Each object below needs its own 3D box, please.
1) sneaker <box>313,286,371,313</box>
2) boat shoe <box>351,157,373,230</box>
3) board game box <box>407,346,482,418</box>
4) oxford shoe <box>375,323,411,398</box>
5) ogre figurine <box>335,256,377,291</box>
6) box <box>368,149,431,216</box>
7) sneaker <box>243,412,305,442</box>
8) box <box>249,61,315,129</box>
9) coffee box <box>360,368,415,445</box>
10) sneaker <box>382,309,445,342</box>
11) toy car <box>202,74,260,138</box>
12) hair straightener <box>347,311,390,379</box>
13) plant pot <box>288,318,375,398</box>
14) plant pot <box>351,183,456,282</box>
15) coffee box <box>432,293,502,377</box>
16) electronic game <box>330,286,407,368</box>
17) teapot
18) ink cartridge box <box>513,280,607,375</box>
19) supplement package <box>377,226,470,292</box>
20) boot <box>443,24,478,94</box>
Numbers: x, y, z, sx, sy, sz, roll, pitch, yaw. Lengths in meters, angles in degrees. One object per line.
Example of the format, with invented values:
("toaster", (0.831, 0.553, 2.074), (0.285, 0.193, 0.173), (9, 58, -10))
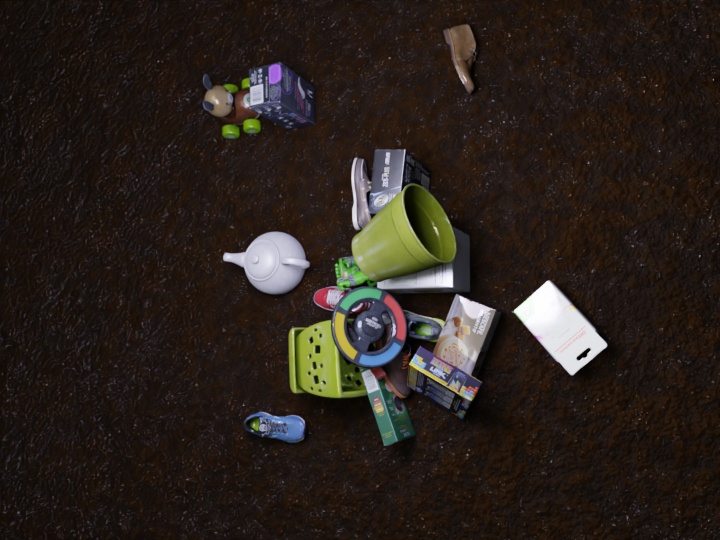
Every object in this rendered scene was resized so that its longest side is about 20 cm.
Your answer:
("sneaker", (-0.059, 0.079, 1.761), (0.199, 0.112, 0.072), (6, 86, 27))
("boat shoe", (0.011, -0.214, 1.790), (0.059, 0.072, 0.201), (-3, 86, 20))
("board game box", (0.197, 0.273, 1.548), (0.165, 0.200, 0.057), (31, 70, 15))
("oxford shoe", (0.097, 0.233, 1.652), (0.072, 0.071, 0.201), (-14, 99, 40))
("ogre figurine", (0.000, 0.000, 1.721), (0.119, 0.200, 0.099), (-10, 87, 5))
("box", (0.104, -0.207, 1.668), (0.086, 0.200, 0.165), (5, 86, 26))
("sneaker", (-0.245, 0.447, 1.819), (0.199, 0.089, 0.079), (-1, 84, 26))
("box", (-0.223, -0.501, 1.867), (0.106, 0.200, 0.123), (-4, 81, 26))
("coffee box", (0.070, 0.343, 1.660), (0.044, 0.123, 0.201), (-26, 75, 22))
("sneaker", (0.126, 0.140, 1.680), (0.199, 0.081, 0.074), (5, 85, 27))
("toy car", (-0.409, -0.516, 1.961), (0.157, 0.200, 0.165), (-8, 80, 25))
("hair straightener", (0.007, 0.176, 1.621), (0.041, 0.077, 0.200), (-37, 96, 34))
("plant pot", (-0.080, 0.235, 1.711), (0.181, 0.199, 0.201), (-7, 81, 31))
("plant pot", (0.088, -0.069, 1.508), (0.192, 0.200, 0.201), (-29, 72, 32))
("coffee box", (0.262, 0.173, 1.609), (0.114, 0.080, 0.201), (23, 94, 26))
("electronic game", (0.023, 0.138, 1.575), (0.042, 0.199, 0.201), (149, 116, -65))
("teapot", (-0.260, -0.025, 1.856), (0.200, 0.146, 0.198), (-42, 68, 15))
("ink cartridge box", (0.474, 0.136, 1.517), (0.117, 0.067, 0.200), (-44, 66, 14))
("supplement package", (0.163, -0.021, 1.643), (0.199, 0.152, 0.152), (-3, 83, 26))
("boot", (0.279, -0.564, 1.705), (0.075, 0.074, 0.201), (-16, 74, 13))
